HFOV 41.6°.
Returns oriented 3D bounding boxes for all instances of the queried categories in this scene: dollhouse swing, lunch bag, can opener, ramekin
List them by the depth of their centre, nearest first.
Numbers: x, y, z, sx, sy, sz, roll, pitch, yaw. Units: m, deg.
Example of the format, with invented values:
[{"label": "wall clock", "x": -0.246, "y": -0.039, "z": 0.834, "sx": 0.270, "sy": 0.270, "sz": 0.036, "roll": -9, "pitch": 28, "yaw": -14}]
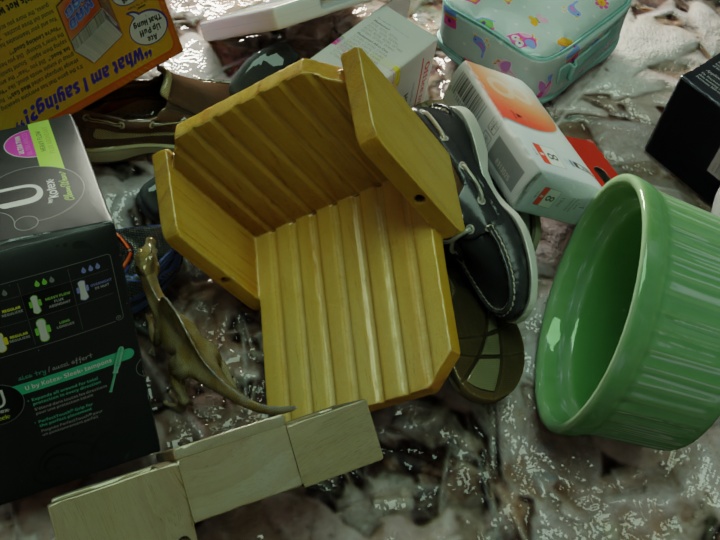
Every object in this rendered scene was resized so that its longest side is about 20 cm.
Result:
[{"label": "dollhouse swing", "x": -0.042, "y": -0.010, "z": 0.689, "sx": 0.198, "sy": 0.182, "sz": 0.178, "roll": -19, "pitch": 49, "yaw": 29}, {"label": "ramekin", "x": 0.215, "y": 0.037, "z": 0.723, "sx": 0.096, "sy": 0.201, "sz": 0.202, "roll": 16, "pitch": 52, "yaw": -5}, {"label": "can opener", "x": -0.125, "y": -0.124, "z": 0.857, "sx": 0.067, "sy": 0.053, "sz": 0.200, "roll": 47, "pitch": 71, "yaw": -7}, {"label": "lunch bag", "x": 0.186, "y": -0.263, "z": 1.013, "sx": 0.160, "sy": 0.078, "sz": 0.199, "roll": 40, "pitch": 58, "yaw": 19}]

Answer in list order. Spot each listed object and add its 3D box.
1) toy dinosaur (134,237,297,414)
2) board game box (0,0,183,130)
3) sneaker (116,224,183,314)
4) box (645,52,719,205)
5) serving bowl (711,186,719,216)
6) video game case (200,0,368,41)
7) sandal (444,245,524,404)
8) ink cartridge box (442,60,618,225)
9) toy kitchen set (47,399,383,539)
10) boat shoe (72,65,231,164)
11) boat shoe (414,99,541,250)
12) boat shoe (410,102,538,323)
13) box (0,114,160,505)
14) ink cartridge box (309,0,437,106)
[{"label": "toy dinosaur", "x": -0.124, "y": 0.066, "z": 0.706, "sx": 0.058, "sy": 0.102, "sz": 0.200, "roll": -31, "pitch": 59, "yaw": -22}, {"label": "board game box", "x": -0.312, "y": -0.246, "z": 0.811, "sx": 0.198, "sy": 0.202, "sz": 0.199, "roll": 19, "pitch": 47, "yaw": 43}, {"label": "sneaker", "x": -0.237, "y": -0.001, "z": 0.757, "sx": 0.197, "sy": 0.079, "sz": 0.076, "roll": -15, "pitch": 57, "yaw": -18}, {"label": "box", "x": 0.422, "y": -0.129, "z": 0.929, "sx": 0.181, "sy": 0.105, "sz": 0.200, "roll": -31, "pitch": 63, "yaw": -26}, {"label": "serving bowl", "x": 0.322, "y": 0.007, "z": 0.770, "sx": 0.065, "sy": 0.201, "sz": 0.202, "roll": -9, "pitch": 52, "yaw": 12}, {"label": "video game case", "x": -0.045, "y": -0.266, "z": 0.941, "sx": 0.180, "sy": 0.024, "sz": 0.199, "roll": -24, "pitch": 20, "yaw": -23}, {"label": "sandal", "x": 0.083, "y": 0.041, "z": 0.787, "sx": 0.079, "sy": 0.054, "sz": 0.201, "roll": 20, "pitch": 33, "yaw": -22}, {"label": "ink cartridge box", "x": 0.187, "y": -0.104, "z": 0.854, "sx": 0.197, "sy": 0.050, "sz": 0.163, "roll": 7, "pitch": 40, "yaw": -31}, {"label": "toy kitchen set", "x": -0.084, "y": 0.200, "z": 0.628, "sx": 0.197, "sy": 0.163, "sz": 0.183, "roll": -16, "pitch": 84, "yaw": -18}, {"label": "boat shoe", "x": -0.173, "y": -0.150, "z": 0.878, "sx": 0.199, "sy": 0.075, "sz": 0.075, "roll": -15, "pitch": 57, "yaw": -18}, {"label": "boat shoe", "x": 0.097, "y": -0.082, "z": 0.860, "sx": 0.067, "sy": 0.075, "sz": 0.201, "roll": 9, "pitch": 39, "yaw": -28}, {"label": "boat shoe", "x": 0.083, "y": -0.049, "z": 0.769, "sx": 0.060, "sy": 0.074, "sz": 0.203, "roll": -2, "pitch": 65, "yaw": -34}, {"label": "box", "x": -0.223, "y": 0.026, "z": 0.643, "sx": 0.123, "sy": 0.202, "sz": 0.149, "roll": -17, "pitch": 40, "yaw": -19}, {"label": "ink cartridge box", "x": 0.006, "y": -0.163, "z": 0.887, "sx": 0.067, "sy": 0.116, "sz": 0.200, "roll": 35, "pitch": 57, "yaw": 17}]
